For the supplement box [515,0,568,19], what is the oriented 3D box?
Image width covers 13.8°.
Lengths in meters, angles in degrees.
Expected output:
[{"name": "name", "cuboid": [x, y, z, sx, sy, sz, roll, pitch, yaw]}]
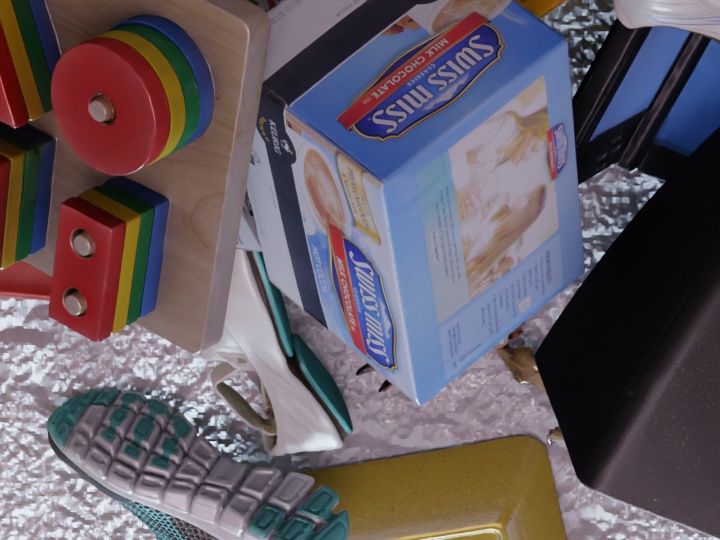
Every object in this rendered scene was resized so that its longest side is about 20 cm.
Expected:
[{"name": "supplement box", "cuboid": [0.059, -0.242, 1.568, 0.109, 0.109, 0.200, -34, 114, 20]}]

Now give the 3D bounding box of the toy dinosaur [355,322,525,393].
[{"name": "toy dinosaur", "cuboid": [0.000, 0.000, 1.734, 0.200, 0.086, 0.136, 33, 157, 3]}]

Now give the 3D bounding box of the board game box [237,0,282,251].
[{"name": "board game box", "cuboid": [-0.073, -0.124, 1.614, 0.035, 0.126, 0.200, 7, 141, 36]}]

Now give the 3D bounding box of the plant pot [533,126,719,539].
[{"name": "plant pot", "cuboid": [0.229, 0.037, 1.609, 0.200, 0.200, 0.178, 20, 106, -11]}]

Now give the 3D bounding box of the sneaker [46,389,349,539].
[{"name": "sneaker", "cuboid": [-0.107, 0.147, 1.803, 0.200, 0.078, 0.091, 28, 134, 13]}]

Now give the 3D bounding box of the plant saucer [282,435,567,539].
[{"name": "plant saucer", "cuboid": [0.036, 0.212, 1.868, 0.200, 0.048, 0.200, -10, 119, 8]}]

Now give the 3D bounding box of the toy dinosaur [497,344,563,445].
[{"name": "toy dinosaur", "cuboid": [0.175, 0.084, 1.757, 0.200, 0.058, 0.101, 1, 132, 21]}]

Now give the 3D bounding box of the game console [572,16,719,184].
[{"name": "game console", "cuboid": [0.211, -0.111, 1.638, 0.116, 0.176, 0.200, 35, 119, 15]}]

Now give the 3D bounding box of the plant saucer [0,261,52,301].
[{"name": "plant saucer", "cuboid": [-0.170, -0.076, 1.717, 0.199, 0.037, 0.200, 5, 121, -1]}]

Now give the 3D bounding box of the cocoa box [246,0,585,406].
[{"name": "cocoa box", "cuboid": [0.026, -0.055, 1.561, 0.133, 0.131, 0.200, -38, 147, -20]}]

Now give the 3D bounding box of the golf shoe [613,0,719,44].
[{"name": "golf shoe", "cuboid": [0.225, -0.153, 1.533, 0.200, 0.078, 0.097, 7, 150, -10]}]

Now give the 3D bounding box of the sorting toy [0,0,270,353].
[{"name": "sorting toy", "cuboid": [-0.157, -0.073, 1.523, 0.200, 0.070, 0.199, 28, 125, 26]}]

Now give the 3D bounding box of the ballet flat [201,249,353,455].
[{"name": "ballet flat", "cuboid": [-0.063, 0.046, 1.742, 0.069, 0.070, 0.200, -15, 136, 11]}]
